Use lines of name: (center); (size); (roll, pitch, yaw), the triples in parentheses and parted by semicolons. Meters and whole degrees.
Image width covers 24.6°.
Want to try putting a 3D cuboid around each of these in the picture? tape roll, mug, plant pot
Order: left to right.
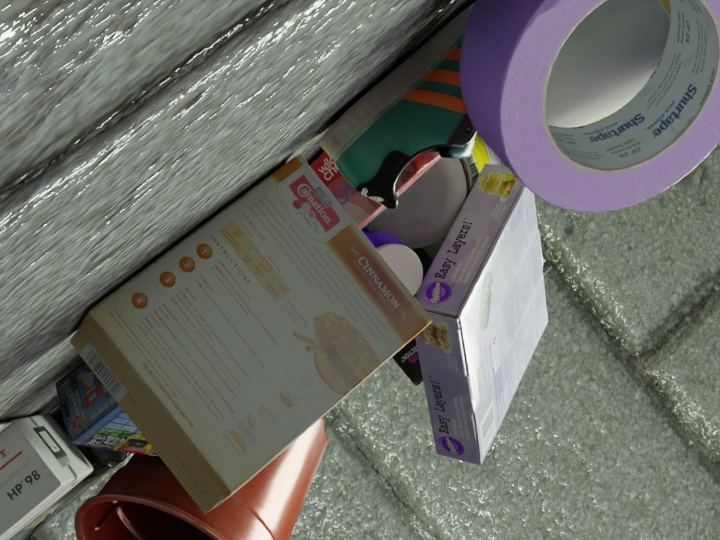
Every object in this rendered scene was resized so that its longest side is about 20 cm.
plant pot: (-0.134, 0.203, 1.552); (0.201, 0.200, 0.196); (-42, -166, 51)
mug: (0.188, -0.170, 1.270); (0.152, 0.187, 0.150); (-31, -156, 27)
tape roll: (0.169, -0.143, 1.117); (0.200, 0.200, 0.066); (-40, -141, 4)

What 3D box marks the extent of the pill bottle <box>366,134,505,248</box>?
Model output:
pill bottle: (0.070, -0.094, 1.507); (0.109, 0.110, 0.200); (-41, 178, 25)

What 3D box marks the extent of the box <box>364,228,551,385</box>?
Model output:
box: (0.062, -0.021, 1.637); (0.124, 0.201, 0.148); (-41, 177, 41)

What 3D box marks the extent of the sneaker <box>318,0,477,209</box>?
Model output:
sneaker: (0.069, -0.126, 1.172); (0.200, 0.080, 0.071); (-40, 178, 3)

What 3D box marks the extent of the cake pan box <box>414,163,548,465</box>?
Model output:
cake pan box: (0.109, 0.040, 1.440); (0.185, 0.052, 0.201); (-59, 150, -36)

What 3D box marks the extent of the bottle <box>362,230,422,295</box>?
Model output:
bottle: (0.000, 0.000, 1.414); (0.200, 0.083, 0.066); (-174, -79, -72)

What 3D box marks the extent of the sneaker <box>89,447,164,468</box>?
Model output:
sneaker: (-0.165, 0.121, 1.467); (0.198, 0.092, 0.076); (-16, 165, -35)

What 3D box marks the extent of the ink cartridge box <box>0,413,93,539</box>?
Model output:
ink cartridge box: (-0.292, 0.178, 1.325); (0.116, 0.067, 0.200); (-39, 178, -2)

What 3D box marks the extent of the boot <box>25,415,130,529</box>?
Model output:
boot: (-0.274, 0.178, 1.616); (0.154, 0.072, 0.200); (-41, 173, 32)

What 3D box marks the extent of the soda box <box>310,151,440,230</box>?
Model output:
soda box: (-0.023, -0.054, 1.312); (0.200, 0.064, 0.070); (-42, 178, 34)

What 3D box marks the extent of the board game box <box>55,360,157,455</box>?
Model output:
board game box: (-0.103, 0.066, 1.301); (0.199, 0.062, 0.200); (13, 131, -41)

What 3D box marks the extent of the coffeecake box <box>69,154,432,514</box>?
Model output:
coffeecake box: (-0.074, 0.042, 1.150); (0.200, 0.154, 0.073); (-38, 179, -28)
